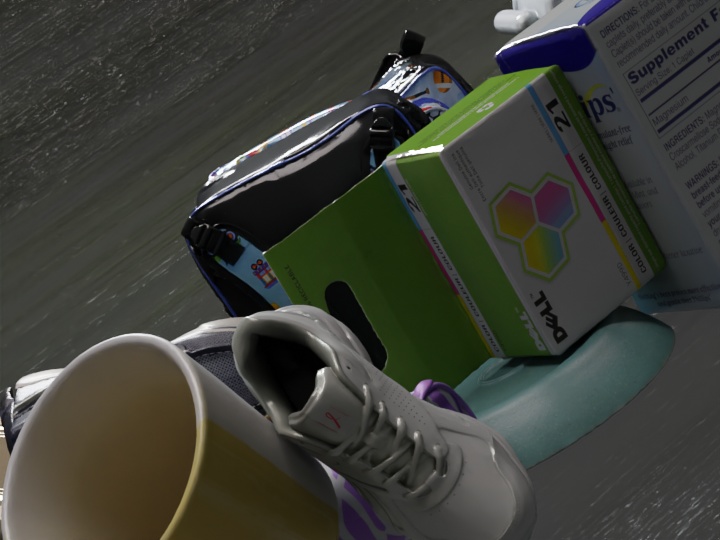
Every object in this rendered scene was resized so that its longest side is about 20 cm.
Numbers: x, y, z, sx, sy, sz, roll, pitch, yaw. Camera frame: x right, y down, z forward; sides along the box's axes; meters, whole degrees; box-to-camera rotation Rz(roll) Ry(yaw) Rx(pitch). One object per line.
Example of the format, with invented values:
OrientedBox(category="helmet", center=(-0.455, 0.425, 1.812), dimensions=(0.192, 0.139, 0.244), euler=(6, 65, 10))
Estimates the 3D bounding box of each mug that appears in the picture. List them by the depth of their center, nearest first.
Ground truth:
OrientedBox(category="mug", center=(-0.092, 0.148, 1.308), dimensions=(0.149, 0.153, 0.187), euler=(-15, 59, 36))

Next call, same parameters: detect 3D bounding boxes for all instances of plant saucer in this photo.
OrientedBox(category="plant saucer", center=(0.097, 0.072, 1.487), dimensions=(0.199, 0.036, 0.200), euler=(-30, 13, 7))

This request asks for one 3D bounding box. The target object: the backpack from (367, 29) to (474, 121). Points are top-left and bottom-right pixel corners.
OrientedBox(category="backpack", center=(0.038, -0.036, 1.753), dimensions=(0.190, 0.200, 0.154), euler=(-42, 9, 9))

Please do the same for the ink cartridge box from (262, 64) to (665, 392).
OrientedBox(category="ink cartridge box", center=(0.065, -0.006, 1.444), dimensions=(0.200, 0.148, 0.076), euler=(-38, 15, -27))

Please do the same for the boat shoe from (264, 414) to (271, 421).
OrientedBox(category="boat shoe", center=(-0.043, 0.119, 1.533), dimensions=(0.200, 0.071, 0.064), euler=(-29, 6, 37))

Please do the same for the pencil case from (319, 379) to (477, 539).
OrientedBox(category="pencil case", center=(-0.019, 0.130, 1.417), dimensions=(0.199, 0.086, 0.084), euler=(-23, 17, 28))

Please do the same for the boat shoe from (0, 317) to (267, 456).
OrientedBox(category="boat shoe", center=(-0.125, 0.088, 1.491), dimensions=(0.199, 0.075, 0.093), euler=(-16, 18, 0))

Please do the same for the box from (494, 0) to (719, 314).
OrientedBox(category="box", center=(0.218, -0.105, 1.510), dimensions=(0.184, 0.201, 0.105), euler=(-37, 13, -27))

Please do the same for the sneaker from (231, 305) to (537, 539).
OrientedBox(category="sneaker", center=(0.003, 0.090, 1.298), dimensions=(0.078, 0.200, 0.099), euler=(-59, -19, 6))

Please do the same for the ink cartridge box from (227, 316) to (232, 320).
OrientedBox(category="ink cartridge box", center=(-0.128, 0.117, 1.731), dimensions=(0.199, 0.083, 0.146), euler=(-31, 12, -4))

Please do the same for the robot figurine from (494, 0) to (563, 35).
OrientedBox(category="robot figurine", center=(0.215, -0.267, 2.368), dimensions=(0.169, 0.114, 0.200), euler=(-17, 10, -10))

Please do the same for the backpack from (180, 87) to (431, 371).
OrientedBox(category="backpack", center=(0.000, 0.000, 1.613), dimensions=(0.182, 0.201, 0.135), euler=(-30, 12, 7))

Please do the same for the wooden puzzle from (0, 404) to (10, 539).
OrientedBox(category="wooden puzzle", center=(-0.216, 0.134, 1.548), dimensions=(0.184, 0.037, 0.200), euler=(2, 14, 20))
